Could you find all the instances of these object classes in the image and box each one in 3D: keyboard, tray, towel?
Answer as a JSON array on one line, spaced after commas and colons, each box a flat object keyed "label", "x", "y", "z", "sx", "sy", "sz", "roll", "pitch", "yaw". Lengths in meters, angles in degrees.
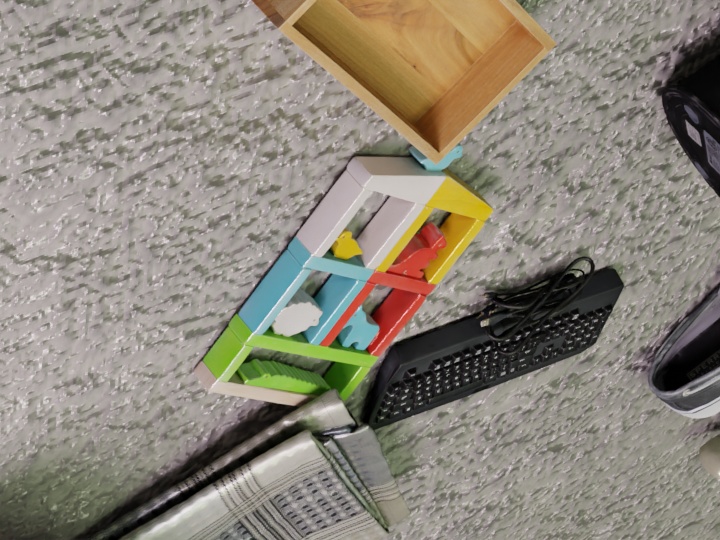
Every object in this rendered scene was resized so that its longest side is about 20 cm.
[{"label": "keyboard", "x": 0.098, "y": 0.054, "z": 1.755, "sx": 0.200, "sy": 0.040, "sz": 0.104, "roll": -20, "pitch": 143, "yaw": -32}, {"label": "tray", "x": 0.026, "y": -0.138, "z": 1.450, "sx": 0.099, "sy": 0.037, "sz": 0.200, "roll": -45, "pitch": 147, "yaw": 6}, {"label": "towel", "x": -0.066, "y": 0.171, "z": 1.704, "sx": 0.200, "sy": 0.035, "sz": 0.193, "roll": -32, "pitch": 148, "yaw": -2}]

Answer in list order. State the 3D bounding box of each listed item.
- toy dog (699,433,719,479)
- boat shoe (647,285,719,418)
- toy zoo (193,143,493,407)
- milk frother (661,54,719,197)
[{"label": "toy dog", "x": 0.385, "y": 0.088, "z": 2.018, "sx": 0.194, "sy": 0.140, "sz": 0.200, "roll": -22, "pitch": 146, "yaw": -50}, {"label": "boat shoe", "x": 0.287, "y": 0.025, "z": 1.901, "sx": 0.200, "sy": 0.072, "sz": 0.068, "roll": -41, "pitch": 150, "yaw": 12}, {"label": "toy zoo", "x": 0.000, "y": 0.000, "z": 1.601, "sx": 0.200, "sy": 0.020, "sz": 0.131, "roll": -52, "pitch": 147, "yaw": 17}, {"label": "milk frother", "x": 0.323, "y": -0.097, "z": 1.646, "sx": 0.188, "sy": 0.200, "sz": 0.181, "roll": -38, "pitch": 169, "yaw": -6}]
